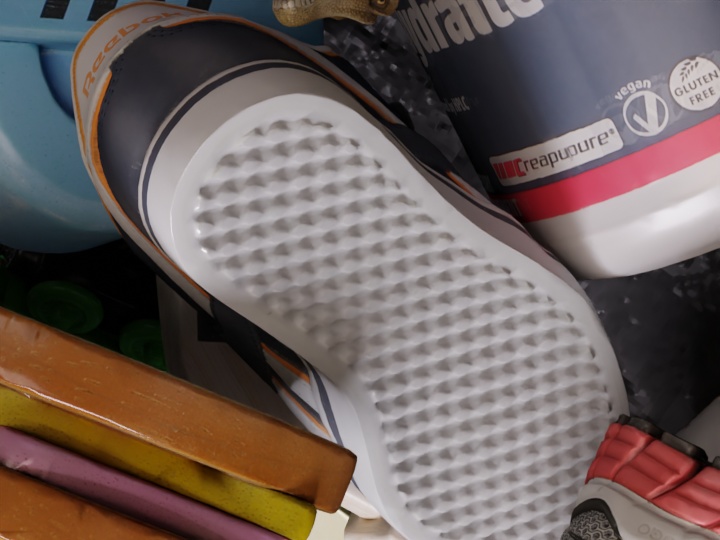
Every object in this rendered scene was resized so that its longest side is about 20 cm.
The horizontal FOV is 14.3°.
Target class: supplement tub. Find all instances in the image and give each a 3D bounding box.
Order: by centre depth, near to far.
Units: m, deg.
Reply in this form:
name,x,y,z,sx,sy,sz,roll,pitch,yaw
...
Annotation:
name,x,y,z,sx,sy,sz,roll,pitch,yaw
supplement tub,0.064,-0.112,0.746,0.140,0.140,0.200,-24,99,22

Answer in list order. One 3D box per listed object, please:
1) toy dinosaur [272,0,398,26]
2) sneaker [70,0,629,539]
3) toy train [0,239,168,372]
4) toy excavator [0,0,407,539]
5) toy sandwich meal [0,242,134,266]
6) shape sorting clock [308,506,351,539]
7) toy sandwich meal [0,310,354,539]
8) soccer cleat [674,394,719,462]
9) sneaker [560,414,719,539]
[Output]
name,x,y,z,sx,sy,sz,roll,pitch,yaw
toy dinosaur,0.067,-0.118,0.656,0.199,0.058,0.101,-17,114,3
sneaker,0.000,0.000,0.719,0.078,0.079,0.200,-42,135,-3
toy train,-0.079,0.010,0.827,0.200,0.042,0.056,24,143,-15
toy excavator,-0.053,-0.025,0.775,0.194,0.100,0.201,3,86,-23
toy sandwich meal,-0.132,-0.036,0.869,0.205,0.070,0.206,5,108,16
shape sorting clock,-0.062,0.117,0.891,0.199,0.039,0.200,12,134,12
toy sandwich meal,-0.088,0.037,0.717,0.205,0.205,0.070,27,92,8
soccer cleat,0.171,0.104,0.823,0.200,0.069,0.085,35,106,4
sneaker,0.073,0.110,0.748,0.078,0.200,0.082,25,72,23
